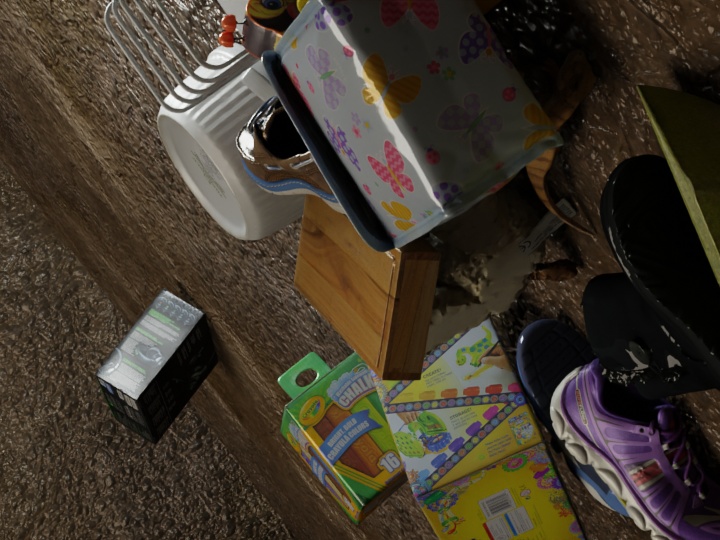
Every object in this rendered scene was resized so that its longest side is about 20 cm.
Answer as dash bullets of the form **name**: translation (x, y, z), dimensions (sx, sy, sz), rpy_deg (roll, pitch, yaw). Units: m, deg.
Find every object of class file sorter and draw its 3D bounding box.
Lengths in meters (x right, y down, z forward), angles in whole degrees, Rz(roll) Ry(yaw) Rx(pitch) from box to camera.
- **file sorter**: translation (-0.145, -0.242, 1.519), dimensions (0.139, 0.124, 0.200), rpy_deg (54, 163, -5)

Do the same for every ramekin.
- **ramekin**: translation (-0.126, -0.127, 1.733), dimensions (0.200, 0.105, 0.201), rpy_deg (48, 163, 20)

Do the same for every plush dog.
- **plush dog**: translation (0.075, -0.048, 1.336), dimensions (0.172, 0.159, 0.201), rpy_deg (58, 142, 42)

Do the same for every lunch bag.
- **lunch bag**: translation (0.022, -0.108, 1.122), dimensions (0.171, 0.127, 0.200), rpy_deg (59, 164, -3)

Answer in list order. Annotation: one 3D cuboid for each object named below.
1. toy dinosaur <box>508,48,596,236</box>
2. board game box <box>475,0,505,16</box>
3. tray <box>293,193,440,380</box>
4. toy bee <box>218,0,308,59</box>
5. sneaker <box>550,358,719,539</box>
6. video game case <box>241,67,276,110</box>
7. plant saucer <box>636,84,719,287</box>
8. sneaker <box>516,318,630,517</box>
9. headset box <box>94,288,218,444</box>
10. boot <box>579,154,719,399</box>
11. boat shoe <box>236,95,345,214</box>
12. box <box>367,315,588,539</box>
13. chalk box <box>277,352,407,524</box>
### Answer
- **toy dinosaur**: translation (0.123, -0.092, 1.186), dimensions (0.106, 0.060, 0.201), rpy_deg (46, 162, 21)
- **board game box**: translation (0.027, -0.235, 1.171), dimensions (0.166, 0.057, 0.200), rpy_deg (53, 164, -3)
- **tray**: translation (0.000, 0.000, 1.275), dimensions (0.200, 0.037, 0.100), rpy_deg (-136, 51, -61)
- **toy bee**: translation (-0.056, -0.184, 1.346), dimensions (0.200, 0.108, 0.132), rpy_deg (38, 140, 47)
- **sneaker**: translation (0.241, 0.152, 1.327), dimensions (0.200, 0.081, 0.084), rpy_deg (42, 131, 4)
- **video game case**: translation (-0.011, -0.101, 1.474), dimensions (0.143, 0.017, 0.200), rpy_deg (43, -175, 34)
- **plant saucer**: translation (0.231, -0.005, 0.961), dimensions (0.200, 0.047, 0.201), rpy_deg (-86, -29, -68)
- **sneaker**: translation (0.193, 0.133, 1.427), dimensions (0.201, 0.074, 0.082), rpy_deg (56, 166, -5)
- **headset box**: translation (-0.327, 0.154, 2.718), dimensions (0.092, 0.201, 0.175), rpy_deg (29, 157, 19)
- **boot**: translation (0.198, 0.014, 1.156), dimensions (0.201, 0.076, 0.168), rpy_deg (52, 161, -14)
- **boat shoe**: translation (-0.048, -0.104, 1.301), dimensions (0.072, 0.072, 0.199), rpy_deg (49, 163, -31)
- **box**: translation (0.104, 0.156, 1.494), dimensions (0.201, 0.121, 0.194), rpy_deg (62, -174, -48)
- **chalk box**: translation (-0.018, 0.189, 2.037), dimensions (0.200, 0.124, 0.124), rpy_deg (49, 163, 11)
